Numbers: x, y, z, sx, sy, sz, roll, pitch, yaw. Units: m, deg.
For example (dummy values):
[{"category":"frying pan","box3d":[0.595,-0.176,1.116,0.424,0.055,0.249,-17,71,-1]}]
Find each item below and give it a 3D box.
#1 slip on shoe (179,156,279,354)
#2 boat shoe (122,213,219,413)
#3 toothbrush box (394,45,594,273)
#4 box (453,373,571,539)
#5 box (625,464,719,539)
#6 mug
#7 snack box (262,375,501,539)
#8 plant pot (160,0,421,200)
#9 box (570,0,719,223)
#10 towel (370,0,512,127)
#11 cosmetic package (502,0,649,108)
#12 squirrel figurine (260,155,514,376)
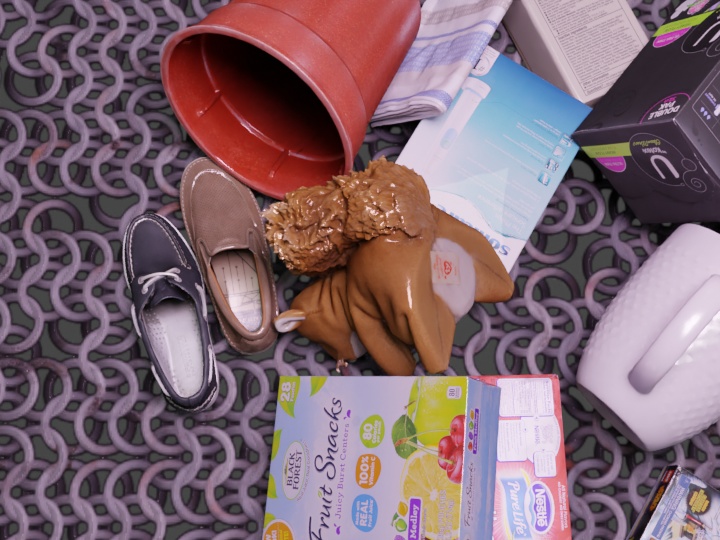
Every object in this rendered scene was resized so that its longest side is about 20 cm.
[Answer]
[{"category":"slip on shoe","box3d":[-0.125,-0.020,0.914,0.075,0.061,0.202,-12,78,-7]},{"category":"boat shoe","box3d":[-0.177,0.033,0.898,0.075,0.060,0.201,-21,79,-8]},{"category":"toothbrush box","box3d":[0.116,-0.098,0.937,0.146,0.085,0.201,30,76,2]},{"category":"box","box3d":[0.128,0.198,0.860,0.099,0.096,0.202,-1,76,-3]},{"category":"box","box3d":[0.297,0.301,0.876,0.136,0.040,0.201,32,76,3]},{"category":"mug","box3d":[0.283,0.064,0.853,0.175,0.200,0.148,-46,71,-2]},{"category":"snack box","box3d":[0.015,0.178,0.820,0.199,0.067,0.170,-5,73,35]},{"category":"plant pot","box3d":[-0.049,-0.203,0.895,0.200,0.201,0.196,30,60,4]},{"category":"box","box3d":[0.324,-0.156,0.878,0.124,0.148,0.200,45,76,-18]},{"category":"towel","box3d":[0.081,-0.228,0.944,0.024,0.146,0.201,39,73,-28]},{"category":"cosmetic package","box3d":[0.213,-0.260,0.990,0.103,0.073,0.201,-23,79,-9]},{"category":"squirrel figurine","box3d":[0.000,0.000,0.855,0.201,0.186,0.142,57,47,-18]}]
